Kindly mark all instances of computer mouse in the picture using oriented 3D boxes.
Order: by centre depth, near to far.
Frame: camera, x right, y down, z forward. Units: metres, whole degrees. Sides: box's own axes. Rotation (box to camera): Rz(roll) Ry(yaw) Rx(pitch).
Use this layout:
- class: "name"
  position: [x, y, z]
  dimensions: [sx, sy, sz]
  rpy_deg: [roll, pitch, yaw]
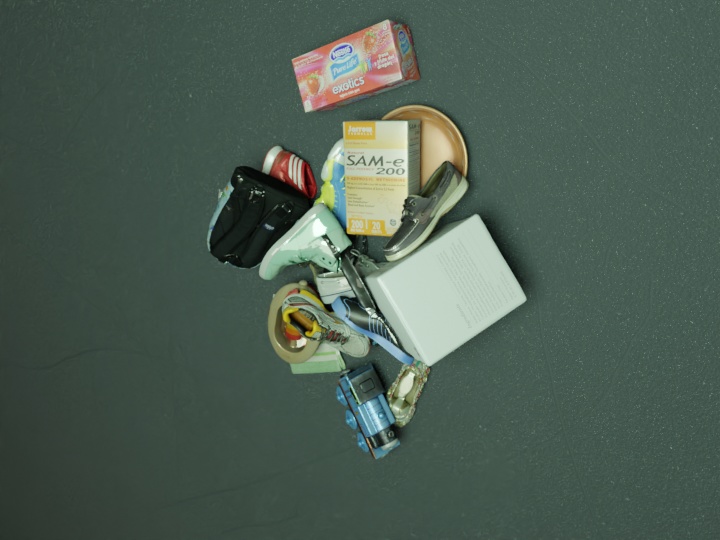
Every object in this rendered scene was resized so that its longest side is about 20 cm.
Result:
- class: "computer mouse"
  position: [-0.028, 0.004, 1.088]
  dimensions: [0.058, 0.034, 0.202]
  rpy_deg: [20, 109, -1]

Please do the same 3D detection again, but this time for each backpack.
- class: "backpack"
  position: [-0.217, -0.096, 1.012]
  dimensions: [0.162, 0.154, 0.201]
  rpy_deg: [21, 112, -27]

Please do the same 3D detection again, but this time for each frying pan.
- class: "frying pan"
  position: [0.012, 0.056, 0.951]
  dimensions: [0.031, 0.115, 0.192]
  rpy_deg: [-28, 102, -3]

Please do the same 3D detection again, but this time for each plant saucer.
- class: "plant saucer"
  position: [0.103, -0.199, 0.948]
  dimensions: [0.198, 0.037, 0.203]
  rpy_deg: [9, 111, 24]

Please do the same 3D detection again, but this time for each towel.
- class: "towel"
  position: [-0.122, 0.141, 1.185]
  dimensions: [0.151, 0.023, 0.203]
  rpy_deg: [-8, 105, 29]

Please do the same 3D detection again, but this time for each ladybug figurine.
- class: "ladybug figurine"
  position: [-0.133, 0.108, 1.121]
  dimensions: [0.134, 0.072, 0.202]
  rpy_deg: [25, 118, 16]

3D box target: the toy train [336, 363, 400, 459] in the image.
- class: "toy train"
  position: [0.017, 0.301, 1.101]
  dimensions: [0.202, 0.086, 0.114]
  rpy_deg: [64, 153, 11]

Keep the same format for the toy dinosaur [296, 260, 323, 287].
- class: "toy dinosaur"
  position: [-0.104, -0.026, 1.071]
  dimensions: [0.087, 0.048, 0.202]
  rpy_deg: [15, 134, 13]

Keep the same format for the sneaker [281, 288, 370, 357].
- class: "sneaker"
  position: [-0.072, 0.119, 1.020]
  dimensions: [0.198, 0.082, 0.078]
  rpy_deg: [29, 115, -5]

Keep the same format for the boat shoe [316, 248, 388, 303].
- class: "boat shoe"
  position: [0.000, -0.001, 1.034]
  dimensions: [0.199, 0.075, 0.087]
  rpy_deg: [-16, 103, 20]

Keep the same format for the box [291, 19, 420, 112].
- class: "box"
  position: [-0.007, -0.356, 0.912]
  dimensions: [0.198, 0.102, 0.096]
  rpy_deg: [-9, 103, 30]

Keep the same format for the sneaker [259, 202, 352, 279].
- class: "sneaker"
  position: [-0.105, -0.020, 0.989]
  dimensions: [0.200, 0.074, 0.119]
  rpy_deg: [-43, 85, 22]

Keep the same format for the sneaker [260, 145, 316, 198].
- class: "sneaker"
  position: [-0.162, -0.145, 1.075]
  dimensions: [0.115, 0.078, 0.202]
  rpy_deg: [27, 118, 17]

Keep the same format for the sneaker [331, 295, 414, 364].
- class: "sneaker"
  position: [0.041, 0.096, 0.999]
  dimensions: [0.199, 0.070, 0.078]
  rpy_deg: [34, 103, 0]

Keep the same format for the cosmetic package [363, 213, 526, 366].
- class: "cosmetic package"
  position: [0.137, 0.032, 0.887]
  dimensions: [0.199, 0.167, 0.168]
  rpy_deg: [-32, 93, -7]

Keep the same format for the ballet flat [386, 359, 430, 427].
- class: "ballet flat"
  position: [0.090, 0.263, 1.096]
  dimensions: [0.075, 0.064, 0.202]
  rpy_deg: [23, 116, 18]

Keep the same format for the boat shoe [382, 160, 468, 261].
- class: "boat shoe"
  position: [0.100, -0.102, 0.862]
  dimensions: [0.065, 0.200, 0.072]
  rpy_deg: [48, 168, -21]

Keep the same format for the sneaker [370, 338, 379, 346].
- class: "sneaker"
  position: [0.013, 0.126, 1.081]
  dimensions: [0.198, 0.073, 0.083]
  rpy_deg: [-11, 101, 29]

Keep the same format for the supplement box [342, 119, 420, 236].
- class: "supplement box"
  position: [0.039, -0.167, 0.926]
  dimensions: [0.124, 0.073, 0.203]
  rpy_deg: [6, 109, 24]

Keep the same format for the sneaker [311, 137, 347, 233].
- class: "sneaker"
  position: [-0.029, -0.157, 1.012]
  dimensions: [0.104, 0.076, 0.201]
  rpy_deg: [26, 130, 5]
